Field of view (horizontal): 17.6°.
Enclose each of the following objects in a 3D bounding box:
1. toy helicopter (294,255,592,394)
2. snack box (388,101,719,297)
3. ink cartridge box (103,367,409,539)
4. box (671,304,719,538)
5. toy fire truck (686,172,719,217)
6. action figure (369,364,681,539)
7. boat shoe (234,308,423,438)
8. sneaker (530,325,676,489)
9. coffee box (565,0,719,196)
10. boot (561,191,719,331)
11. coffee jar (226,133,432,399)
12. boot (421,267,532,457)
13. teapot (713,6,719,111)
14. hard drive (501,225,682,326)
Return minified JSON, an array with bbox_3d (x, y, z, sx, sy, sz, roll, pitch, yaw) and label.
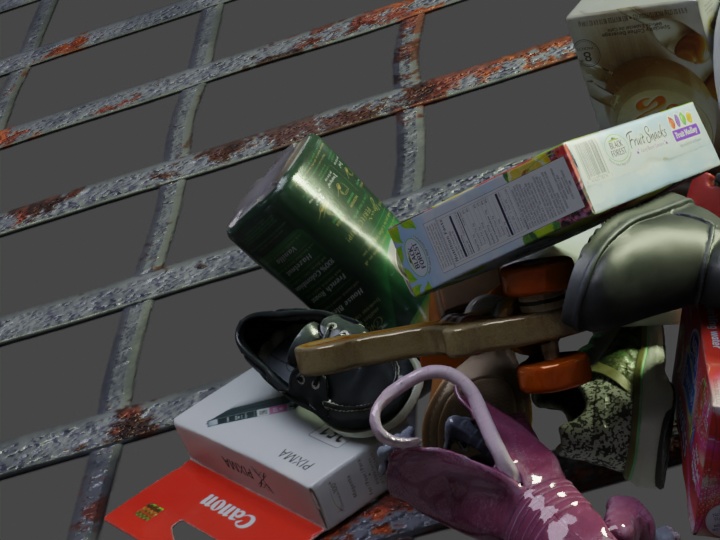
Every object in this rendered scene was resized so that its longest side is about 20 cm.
[{"bbox_3d":[0.056,0.038,1.490,0.198,0.079,0.132,-10,7,9],"label":"toy helicopter"},{"bbox_3d":[0.127,-0.047,1.489,0.142,0.053,0.200,-25,-3,33],"label":"snack box"},{"bbox_3d":[-0.080,0.145,1.680,0.173,0.044,0.200,-32,27,-25],"label":"ink cartridge box"},{"bbox_3d":[0.254,0.078,1.454,0.099,0.096,0.200,5,27,1],"label":"box"},{"bbox_3d":[0.295,-0.023,1.622,0.199,0.141,0.049,14,85,40],"label":"toy fire truck"},{"bbox_3d":[0.115,0.144,1.397,0.134,0.149,0.200,-38,53,-20],"label":"action figure"},{"bbox_3d":[-0.029,0.063,1.647,0.075,0.066,0.199,-57,30,-4],"label":"boat shoe"},{"bbox_3d":[0.159,0.072,1.565,0.088,0.077,0.200,6,25,-4],"label":"sneaker"},{"bbox_3d":[0.248,-0.127,1.780,0.114,0.201,0.080,-4,28,33],"label":"coffee box"},{"bbox_3d":[0.243,0.021,1.399,0.199,0.066,0.165,24,34,25],"label":"boot"},{"bbox_3d":[0.000,0.000,1.734,0.085,0.200,0.104,-40,11,33],"label":"coffee jar"},{"bbox_3d":[0.077,0.083,1.617,0.076,0.202,0.155,-8,-11,2],"label":"boot"},{"bbox_3d":[0.362,-0.147,1.717,0.145,0.198,0.200,-7,33,33],"label":"teapot"},{"bbox_3d":[0.166,-0.008,1.630,0.131,0.026,0.200,-2,21,-22],"label":"hard drive"}]
